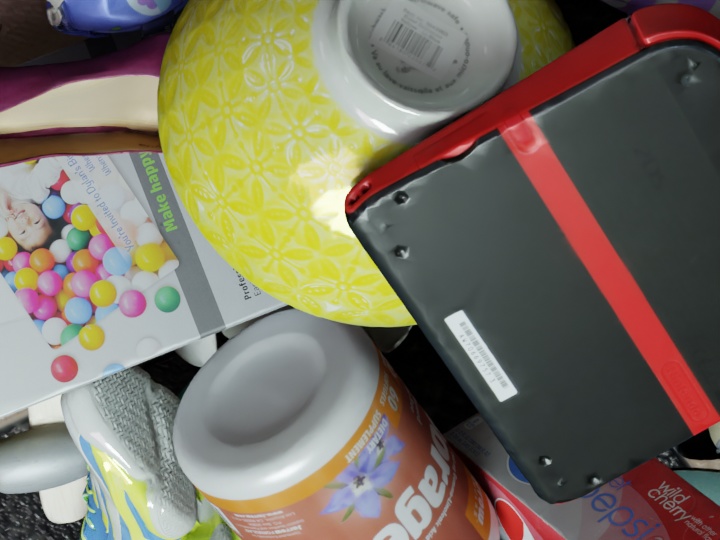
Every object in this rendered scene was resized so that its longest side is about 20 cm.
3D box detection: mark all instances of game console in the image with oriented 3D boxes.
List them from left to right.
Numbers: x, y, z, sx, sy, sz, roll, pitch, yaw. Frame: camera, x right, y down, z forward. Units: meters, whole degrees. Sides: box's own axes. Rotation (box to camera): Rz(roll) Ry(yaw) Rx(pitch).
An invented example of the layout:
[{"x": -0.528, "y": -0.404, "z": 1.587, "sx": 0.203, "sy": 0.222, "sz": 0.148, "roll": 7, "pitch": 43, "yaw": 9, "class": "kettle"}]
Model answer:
[{"x": 0.112, "y": -0.004, "z": 1.090, "sx": 0.176, "sy": 0.031, "sz": 0.200, "roll": -29, "pitch": 122, "yaw": 11, "class": "game console"}]

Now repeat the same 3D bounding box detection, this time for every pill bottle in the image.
[{"x": 0.001, "y": 0.120, "z": 1.267, "sx": 0.112, "sy": 0.113, "sz": 0.200, "roll": -14, "pitch": 133, "yaw": 27, "class": "pill bottle"}]

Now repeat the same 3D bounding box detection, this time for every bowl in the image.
[{"x": 0.016, "y": -0.086, "z": 1.108, "sx": 0.199, "sy": 0.201, "sz": 0.108, "roll": 27, "pitch": 158, "yaw": -4, "class": "bowl"}]

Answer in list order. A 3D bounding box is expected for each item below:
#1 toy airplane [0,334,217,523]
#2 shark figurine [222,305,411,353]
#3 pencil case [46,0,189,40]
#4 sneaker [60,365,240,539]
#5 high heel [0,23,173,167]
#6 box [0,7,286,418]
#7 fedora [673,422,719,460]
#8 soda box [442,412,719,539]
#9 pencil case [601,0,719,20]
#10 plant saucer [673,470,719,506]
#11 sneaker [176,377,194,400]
[{"x": -0.168, "y": 0.022, "z": 1.307, "sx": 0.200, "sy": 0.141, "sz": 0.199, "roll": 44, "pitch": 120, "yaw": -10, "class": "toy airplane"}, {"x": 0.018, "y": -0.009, "z": 1.258, "sx": 0.128, "sy": 0.090, "sz": 0.215, "roll": 19, "pitch": 130, "yaw": -8, "class": "shark figurine"}, {"x": -0.140, "y": -0.199, "z": 1.163, "sx": 0.078, "sy": 0.087, "sz": 0.201, "roll": 9, "pitch": 132, "yaw": 40, "class": "pencil case"}, {"x": -0.121, "y": 0.128, "z": 1.309, "sx": 0.105, "sy": 0.076, "sz": 0.200, "roll": -17, "pitch": 129, "yaw": 24, "class": "sneaker"}, {"x": -0.123, "y": -0.061, "z": 1.157, "sx": 0.199, "sy": 0.096, "sz": 0.068, "roll": 6, "pitch": 137, "yaw": 7, "class": "high heel"}, {"x": -0.141, "y": -0.024, "z": 1.221, "sx": 0.199, "sy": 0.041, "sz": 0.157, "roll": -21, "pitch": 87, "yaw": -6, "class": "box"}, {"x": 0.252, "y": 0.092, "z": 1.203, "sx": 0.200, "sy": 0.092, "sz": 0.201, "roll": -9, "pitch": 164, "yaw": -2, "class": "fedora"}, {"x": 0.123, "y": 0.128, "z": 1.268, "sx": 0.070, "sy": 0.200, "sz": 0.064, "roll": -32, "pitch": 122, "yaw": -15, "class": "soda box"}, {"x": 0.120, "y": -0.160, "z": 1.108, "sx": 0.199, "sy": 0.084, "sz": 0.086, "roll": 25, "pitch": 150, "yaw": -3, "class": "pencil case"}, {"x": 0.192, "y": 0.197, "z": 1.400, "sx": 0.199, "sy": 0.036, "sz": 0.201, "roll": 9, "pitch": 129, "yaw": 12, "class": "plant saucer"}, {"x": -0.015, "y": 0.105, "z": 1.368, "sx": 0.199, "sy": 0.084, "sz": 0.121, "roll": 24, "pitch": 140, "yaw": 0, "class": "sneaker"}]
